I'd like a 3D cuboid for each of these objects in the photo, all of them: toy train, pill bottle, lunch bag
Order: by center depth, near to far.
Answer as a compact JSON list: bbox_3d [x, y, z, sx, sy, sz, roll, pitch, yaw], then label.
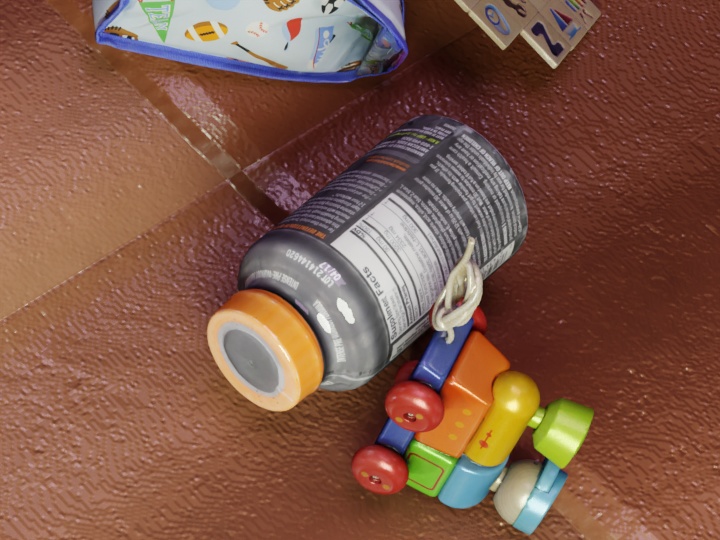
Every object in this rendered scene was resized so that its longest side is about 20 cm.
[{"bbox_3d":[0.079,0.068,1.469,0.116,0.200,0.085,27,52,1],"label":"toy train"},{"bbox_3d":[0.000,0.000,1.556,0.106,0.106,0.200,40,55,16],"label":"pill bottle"},{"bbox_3d":[-0.065,-0.218,1.698,0.200,0.124,0.170,13,50,-24],"label":"lunch bag"}]

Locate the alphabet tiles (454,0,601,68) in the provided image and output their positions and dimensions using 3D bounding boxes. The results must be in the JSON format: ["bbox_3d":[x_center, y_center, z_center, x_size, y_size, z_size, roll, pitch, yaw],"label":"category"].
[{"bbox_3d":[0.075,-0.223,1.745,0.200,0.006,0.166,46,34,-4],"label":"alphabet tiles"}]
